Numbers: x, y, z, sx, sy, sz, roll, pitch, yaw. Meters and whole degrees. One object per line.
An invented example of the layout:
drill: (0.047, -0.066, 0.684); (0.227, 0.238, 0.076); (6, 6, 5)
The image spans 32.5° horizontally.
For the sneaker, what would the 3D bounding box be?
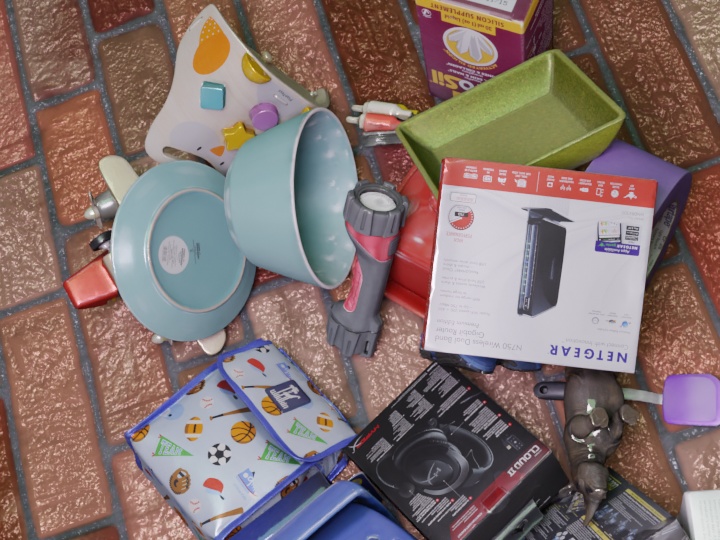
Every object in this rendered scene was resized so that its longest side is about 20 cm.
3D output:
sneaker: (0.126, 0.063, 1.280); (0.075, 0.200, 0.079); (8, 92, 34)

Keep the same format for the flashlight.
flashlight: (0.000, 0.000, 1.333); (0.068, 0.201, 0.068); (4, 39, -14)

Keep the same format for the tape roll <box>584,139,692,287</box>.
tape roll: (0.262, -0.029, 1.286); (0.085, 0.200, 0.201); (28, 76, 20)

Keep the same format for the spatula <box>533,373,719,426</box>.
spatula: (0.284, 0.132, 1.316); (0.199, 0.021, 0.057); (3, 71, 13)

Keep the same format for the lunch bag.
lunch bag: (-0.122, 0.186, 1.324); (0.200, 0.124, 0.170); (-36, 66, -19)

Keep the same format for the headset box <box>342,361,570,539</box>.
headset box: (0.102, 0.205, 1.262); (0.149, 0.077, 0.200); (-44, 49, -8)

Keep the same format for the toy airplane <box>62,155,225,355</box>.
toy airplane: (-0.235, -0.016, 1.427); (0.198, 0.141, 0.201); (21, 59, -22)

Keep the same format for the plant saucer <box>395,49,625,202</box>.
plant saucer: (0.153, -0.135, 1.269); (0.199, 0.048, 0.200); (-26, 32, 1)

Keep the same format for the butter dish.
butter dish: (0.105, -0.052, 1.355); (0.199, 0.148, 0.200); (30, 77, 19)

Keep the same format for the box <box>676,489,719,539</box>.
box: (0.409, 0.267, 1.169); (0.199, 0.152, 0.107); (-6, 68, 8)

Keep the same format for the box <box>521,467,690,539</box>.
box: (0.214, 0.270, 1.184); (0.161, 0.200, 0.049); (-35, 98, -3)

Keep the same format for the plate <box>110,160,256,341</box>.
plate: (-0.185, -0.022, 1.359); (0.025, 0.200, 0.201); (-1, 65, 45)

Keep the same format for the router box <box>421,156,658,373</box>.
router box: (0.165, -0.005, 1.150); (0.199, 0.049, 0.181); (6, 92, 0)

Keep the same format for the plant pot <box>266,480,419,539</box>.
plant pot: (-0.006, 0.330, 1.206); (0.200, 0.200, 0.180); (-41, 61, -4)

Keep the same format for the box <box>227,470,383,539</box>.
box: (-0.073, 0.273, 1.276); (0.200, 0.121, 0.032); (-35, 62, -4)

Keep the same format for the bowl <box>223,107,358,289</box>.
bowl: (-0.082, -0.077, 1.381); (0.104, 0.201, 0.202); (-3, 68, 20)

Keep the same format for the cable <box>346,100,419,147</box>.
cable: (0.080, -0.173, 1.437); (0.199, 0.097, 0.051); (0, 109, 20)

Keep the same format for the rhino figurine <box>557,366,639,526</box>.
rhino figurine: (0.228, 0.152, 1.201); (0.059, 0.087, 0.201); (15, 63, -11)

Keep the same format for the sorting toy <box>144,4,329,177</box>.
sorting toy: (-0.152, -0.172, 1.438); (0.180, 0.200, 0.107); (-42, 44, 17)

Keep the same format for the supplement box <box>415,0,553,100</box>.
supplement box: (0.144, -0.276, 1.402); (0.130, 0.200, 0.104); (18, 69, 17)
